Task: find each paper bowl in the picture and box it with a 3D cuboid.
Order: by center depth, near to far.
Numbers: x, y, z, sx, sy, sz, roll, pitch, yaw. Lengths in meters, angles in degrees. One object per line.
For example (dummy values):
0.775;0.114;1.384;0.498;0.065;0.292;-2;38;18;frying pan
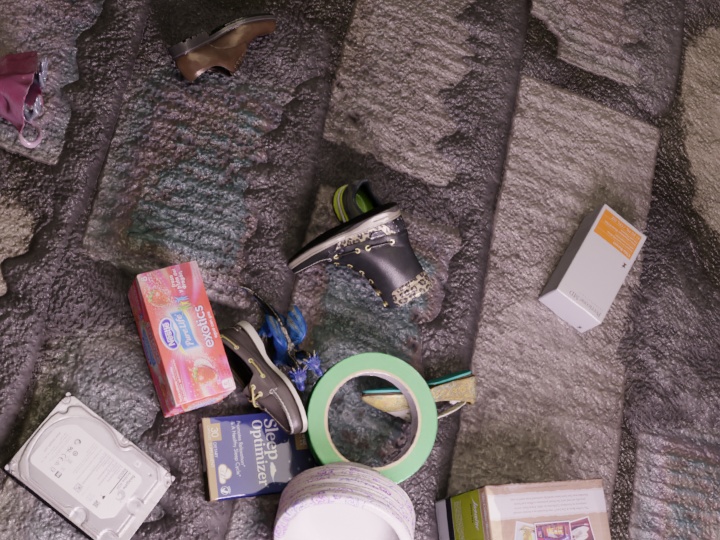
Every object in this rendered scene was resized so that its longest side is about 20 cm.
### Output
-0.020;0.355;1.623;0.199;0.201;0.105;27;36;-10;paper bowl

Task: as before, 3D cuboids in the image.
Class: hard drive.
-0.380;0.287;1.593;0.200;0.038;0.140;41;64;-5;hard drive

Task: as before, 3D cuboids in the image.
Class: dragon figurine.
-0.117;0.092;1.719;0.058;0.100;0.201;-17;74;-24;dragon figurine

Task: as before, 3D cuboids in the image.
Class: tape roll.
0.015;0.226;1.700;0.198;0.048;0.203;2;79;-10;tape roll

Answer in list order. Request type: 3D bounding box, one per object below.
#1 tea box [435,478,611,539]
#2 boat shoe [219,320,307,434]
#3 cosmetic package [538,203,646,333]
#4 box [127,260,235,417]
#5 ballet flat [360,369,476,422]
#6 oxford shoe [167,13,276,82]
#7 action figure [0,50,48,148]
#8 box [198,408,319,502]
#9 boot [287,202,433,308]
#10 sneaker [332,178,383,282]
0.243;0.396;1.703;0.198;0.197;0.135;1;72;-21;tea box
-0.151;0.167;1.682;0.060;0.072;0.202;-21;61;-33;boat shoe
0.404;-0.005;1.965;0.101;0.071;0.201;36;65;-6;cosmetic package
-0.265;0.101;1.662;0.094;0.103;0.202;-14;80;-24;box
0.097;0.205;1.788;0.198;0.071;0.071;-9;76;-23;ballet flat
-0.216;-0.363;1.859;0.199;0.073;0.085;-30;102;-24;oxford shoe
-0.570;-0.280;1.691;0.198;0.150;0.134;4;31;-4;action figure
-0.137;0.273;1.692;0.198;0.032;0.122;-2;74;-22;box
0.001;0.000;1.782;0.202;0.074;0.155;-26;102;14;boot
0.022;-0.058;1.832;0.074;0.081;0.201;-27;84;-25;sneaker
